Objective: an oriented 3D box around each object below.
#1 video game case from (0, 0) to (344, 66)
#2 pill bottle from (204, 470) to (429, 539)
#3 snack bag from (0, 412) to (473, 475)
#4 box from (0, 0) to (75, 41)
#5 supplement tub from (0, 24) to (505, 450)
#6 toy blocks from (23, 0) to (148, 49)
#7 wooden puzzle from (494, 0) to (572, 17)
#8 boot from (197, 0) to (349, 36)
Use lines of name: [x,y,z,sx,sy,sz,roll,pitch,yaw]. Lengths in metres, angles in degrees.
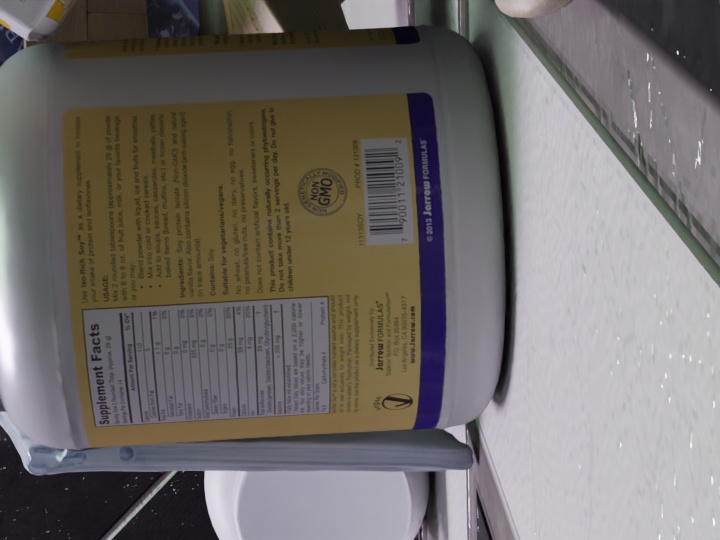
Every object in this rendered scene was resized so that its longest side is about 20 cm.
video game case: [-0.088,-0.144,0.979,0.019,0.200,0.143,35,164,48]
pill bottle: [-0.023,0.100,1.003,0.200,0.111,0.111,-122,29,-83]
snack bag: [-0.066,0.058,0.830,0.200,0.188,0.021,-154,69,-66]
box: [-0.096,-0.185,0.634,0.200,0.112,0.101,-58,8,2]
supplement tub: [-0.056,-0.011,0.702,0.145,0.200,0.145,177,90,-87]
toy blocks: [-0.124,-0.074,0.885,0.200,0.100,0.137,102,165,-50]
wooden puzzle: [0.023,-0.172,0.532,0.200,0.046,0.185,-105,13,-74]
boot: [-0.060,-0.096,0.859,0.166,0.072,0.200,-37,67,56]
